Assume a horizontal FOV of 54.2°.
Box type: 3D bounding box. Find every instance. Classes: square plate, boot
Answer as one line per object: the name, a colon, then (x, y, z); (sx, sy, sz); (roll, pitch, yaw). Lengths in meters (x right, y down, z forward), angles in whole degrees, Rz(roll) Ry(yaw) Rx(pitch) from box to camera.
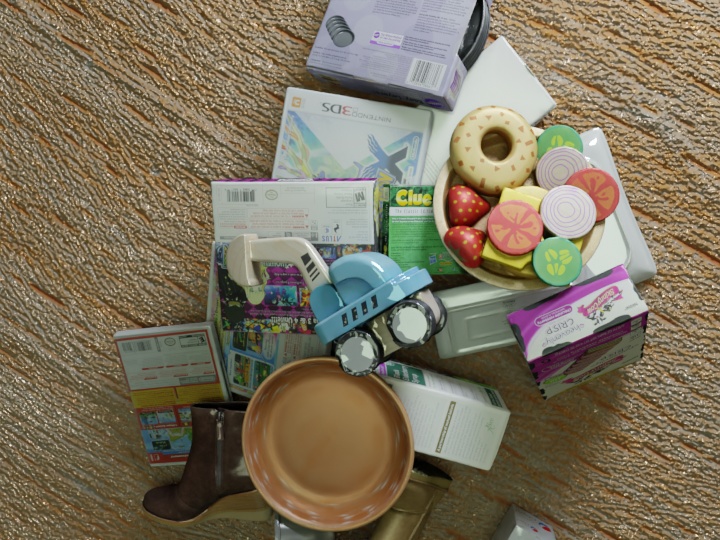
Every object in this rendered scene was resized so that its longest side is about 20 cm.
square plate: (0.247, -0.049, 0.887); (0.196, 0.028, 0.202); (-23, 92, 10)
boot: (-0.210, 0.252, 0.939); (0.197, 0.072, 0.169); (-4, 105, 12)
boot: (0.028, 0.331, 0.875); (0.066, 0.175, 0.202); (25, 84, 45)

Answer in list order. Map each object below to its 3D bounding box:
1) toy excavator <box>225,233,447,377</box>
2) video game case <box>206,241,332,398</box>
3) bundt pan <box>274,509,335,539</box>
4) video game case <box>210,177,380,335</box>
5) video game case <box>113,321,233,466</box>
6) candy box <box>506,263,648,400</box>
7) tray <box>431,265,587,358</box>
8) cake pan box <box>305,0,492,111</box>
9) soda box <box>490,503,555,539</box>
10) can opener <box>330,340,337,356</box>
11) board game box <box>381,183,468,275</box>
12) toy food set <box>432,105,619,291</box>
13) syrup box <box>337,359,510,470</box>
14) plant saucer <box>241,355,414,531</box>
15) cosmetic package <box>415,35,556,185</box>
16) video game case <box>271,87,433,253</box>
toy excavator: (-0.028, 0.016, 0.764); (0.193, 0.100, 0.202); (-30, 83, 17)
video game case: (-0.120, 0.077, 0.912); (0.180, 0.024, 0.203); (15, 110, 21)
bundt pan: (-0.068, 0.344, 0.890); (0.075, 0.202, 0.205); (-2, 95, -6)
video game case: (-0.074, -0.016, 0.825); (0.197, 0.036, 0.184); (1, 103, 13)
video game case: (-0.243, 0.171, 0.953); (0.141, 0.017, 0.203); (-6, 107, 11)
candy box: (0.253, 0.079, 0.811); (0.135, 0.200, 0.062); (-25, 63, 10)
tray: (0.188, 0.056, 0.878); (0.197, 0.022, 0.108); (-13, 121, 5)
cake pan box: (0.053, -0.298, 0.834); (0.198, 0.052, 0.186); (18, 87, 25)
soda box: (0.178, 0.414, 0.919); (0.063, 0.068, 0.202); (28, 98, 4)
can opener: (0.025, 0.134, 0.916); (0.200, 0.063, 0.079); (44, 99, 2)
board game box: (0.118, -0.048, 0.831); (0.197, 0.023, 0.106); (-1, 99, -23)
toy food set: (0.179, -0.076, 0.774); (0.196, 0.049, 0.202); (18, 75, 6)
syrup box: (0.070, 0.166, 0.855); (0.197, 0.079, 0.082); (17, 100, -4)
plant saucer: (-0.036, 0.193, 0.800); (0.197, 0.037, 0.203); (1, 98, 9)
cosmetic package: (0.125, -0.173, 0.863); (0.199, 0.085, 0.108); (-37, 88, 9)
video game case: (-0.019, -0.104, 0.840); (0.180, 0.022, 0.203); (12, 95, 11)
